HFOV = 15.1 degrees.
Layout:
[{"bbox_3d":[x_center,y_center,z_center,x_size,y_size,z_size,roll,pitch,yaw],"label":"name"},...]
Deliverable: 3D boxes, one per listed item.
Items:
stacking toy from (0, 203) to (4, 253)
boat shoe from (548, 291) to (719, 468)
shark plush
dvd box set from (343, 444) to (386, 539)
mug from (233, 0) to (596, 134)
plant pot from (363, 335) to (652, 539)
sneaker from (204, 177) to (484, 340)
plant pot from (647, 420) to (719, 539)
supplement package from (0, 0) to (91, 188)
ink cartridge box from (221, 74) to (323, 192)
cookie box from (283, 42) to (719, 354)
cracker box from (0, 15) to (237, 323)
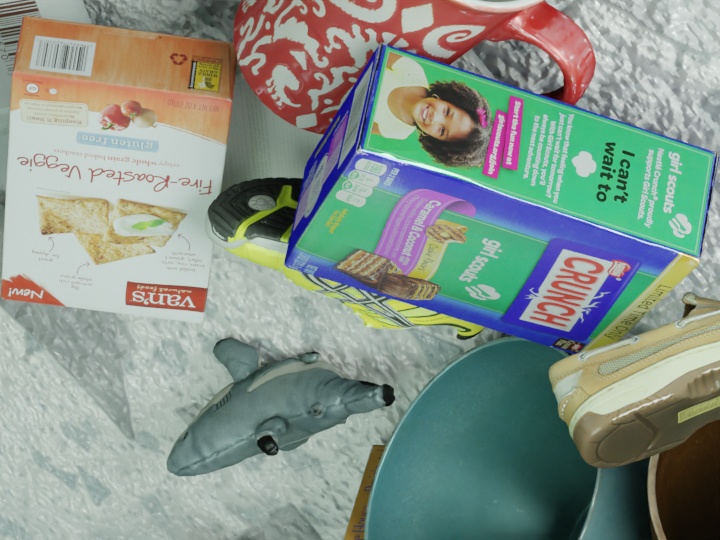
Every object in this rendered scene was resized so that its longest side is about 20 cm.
[{"bbox_3d":[-0.337,-0.019,1.988,0.200,0.146,0.146,-15,114,27],"label":"stacking toy"},{"bbox_3d":[0.201,0.040,1.510,0.072,0.199,0.076,91,159,-50],"label":"boat shoe"},{"bbox_3d":[-0.044,0.107,1.840,0.200,0.083,0.091,1,124,41],"label":"shark plush"},{"bbox_3d":[0.009,0.225,1.793,0.029,0.200,0.147,1,114,9],"label":"dvd box set"},{"bbox_3d":[0.024,-0.144,1.514,0.200,0.133,0.178,-38,71,55],"label":"mug"},{"bbox_3d":[0.119,0.158,1.681,0.135,0.201,0.200,27,154,-36],"label":"plant pot"},{"bbox_3d":[0.000,0.000,1.646,0.199,0.076,0.077,13,126,-12],"label":"sneaker"},{"bbox_3d":[0.252,0.175,1.584,0.187,0.187,0.200,30,153,18],"label":"plant pot"},{"bbox_3d":[-0.271,-0.124,1.790,0.200,0.117,0.117,-34,75,51],"label":"supplement package"},{"bbox_3d":[-0.060,-0.074,1.726,0.200,0.048,0.146,22,136,29],"label":"ink cartridge box"},{"bbox_3d":[0.076,-0.034,1.527,0.199,0.075,0.171,16,155,-9],"label":"cookie box"},{"bbox_3d":[-0.152,-0.059,1.695,0.133,0.058,0.200,7,136,-3],"label":"cracker box"}]
